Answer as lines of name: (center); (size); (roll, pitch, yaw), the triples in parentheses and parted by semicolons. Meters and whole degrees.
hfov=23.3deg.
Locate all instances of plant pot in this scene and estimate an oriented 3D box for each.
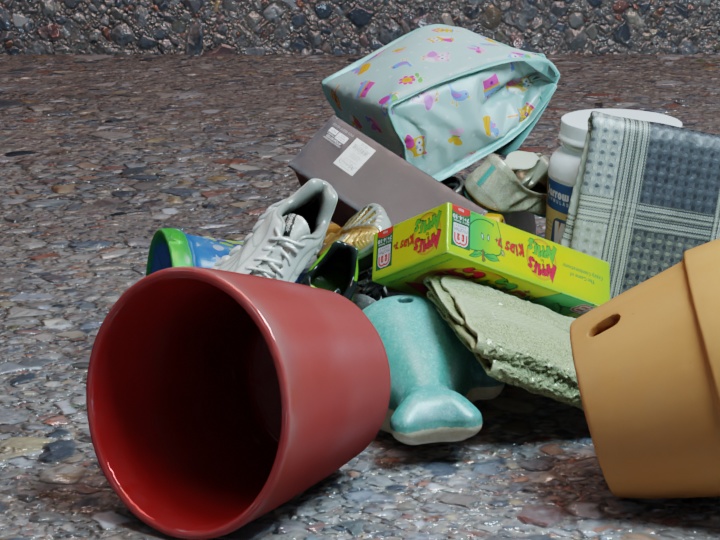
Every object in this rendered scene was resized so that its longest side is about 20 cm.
plant pot: (0.241, 0.088, 1.317); (0.139, 0.202, 0.200); (-15, 12, 11)
plant pot: (-0.081, 0.091, 1.336); (0.199, 0.203, 0.177); (8, 9, 33)

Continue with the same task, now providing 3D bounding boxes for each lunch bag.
lunch bag: (0.087, -0.179, 1.812); (0.199, 0.123, 0.170); (-28, 27, -19)

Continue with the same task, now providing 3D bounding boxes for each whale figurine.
whale figurine: (0.046, 0.084, 1.478); (0.157, 0.105, 0.200); (-3, 14, -7)

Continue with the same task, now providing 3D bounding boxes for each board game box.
board game box: (0.118, 0.001, 1.560); (0.199, 0.048, 0.101); (18, -25, -36)

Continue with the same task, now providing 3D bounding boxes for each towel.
towel: (0.154, 0.065, 1.483); (0.199, 0.037, 0.149); (22, 19, -28)
towel: (0.291, -0.038, 1.682); (0.190, 0.202, 0.035); (10, 5, -8)

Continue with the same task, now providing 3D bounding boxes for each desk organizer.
desk organizer: (0.031, -0.060, 1.700); (0.199, 0.077, 0.072); (34, 73, 28)

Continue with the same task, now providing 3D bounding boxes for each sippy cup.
sippy cup: (-0.129, 0.028, 1.666); (0.129, 0.141, 0.178); (0, 36, -20)

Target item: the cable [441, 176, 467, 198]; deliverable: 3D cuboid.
cable: (0.042, -0.094, 1.828); (0.096, 0.051, 0.200); (-23, 16, -11)

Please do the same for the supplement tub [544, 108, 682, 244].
supplement tub: (0.258, -0.053, 1.768); (0.143, 0.202, 0.145); (1, 16, 0)

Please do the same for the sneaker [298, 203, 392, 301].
sneaker: (0.000, 0.000, 1.655); (0.076, 0.088, 0.200); (-44, 5, -21)

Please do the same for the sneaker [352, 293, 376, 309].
sneaker: (-0.067, 0.086, 1.598); (0.198, 0.078, 0.082); (-17, -11, -27)

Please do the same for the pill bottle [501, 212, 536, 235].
pill bottle: (0.083, -0.036, 1.909); (0.198, 0.112, 0.111); (5, 16, 23)

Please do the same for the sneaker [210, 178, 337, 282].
sneaker: (-0.083, -0.006, 1.542); (0.081, 0.075, 0.201); (-44, 12, 53)

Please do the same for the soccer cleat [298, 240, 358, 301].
soccer cleat: (-0.051, 0.057, 1.508); (0.067, 0.081, 0.201); (22, 51, 2)

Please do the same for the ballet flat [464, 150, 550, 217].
ballet flat: (0.174, -0.091, 1.798); (0.067, 0.063, 0.199); (42, 21, 19)

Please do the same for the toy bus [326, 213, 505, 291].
toy bus: (0.047, -0.020, 1.766); (0.198, 0.066, 0.078); (3, -25, 16)
